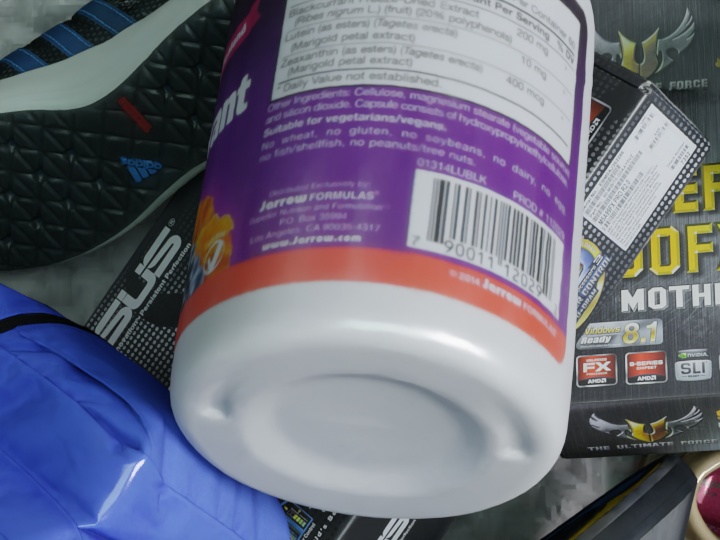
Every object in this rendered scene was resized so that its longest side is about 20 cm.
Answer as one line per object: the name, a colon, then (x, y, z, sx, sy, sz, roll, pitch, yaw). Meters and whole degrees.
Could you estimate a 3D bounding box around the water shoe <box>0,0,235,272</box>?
water shoe: (-0.083, -0.064, 0.810, 0.199, 0.079, 0.072, -23, 121, 22)

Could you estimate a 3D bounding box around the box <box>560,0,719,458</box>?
box: (0.160, -0.022, 0.771, 0.199, 0.048, 0.159, -3, 63, 11)

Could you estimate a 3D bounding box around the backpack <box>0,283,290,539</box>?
backpack: (-0.133, 0.088, 0.702, 0.199, 0.163, 0.168, 27, 74, 37)

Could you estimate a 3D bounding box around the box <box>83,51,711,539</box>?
box: (0.000, 0.000, 0.772, 0.200, 0.160, 0.044, -55, 136, 0)

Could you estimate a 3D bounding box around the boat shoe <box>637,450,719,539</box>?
boat shoe: (0.197, 0.105, 0.819, 0.199, 0.069, 0.074, 15, 91, -2)

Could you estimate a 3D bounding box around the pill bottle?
pill bottle: (0.012, -0.039, 0.671, 0.111, 0.112, 0.201, 9, 58, -2)

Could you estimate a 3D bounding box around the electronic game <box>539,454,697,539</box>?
electronic game: (0.028, 0.125, 0.749, 0.200, 0.200, 0.042, -38, 85, -1)
